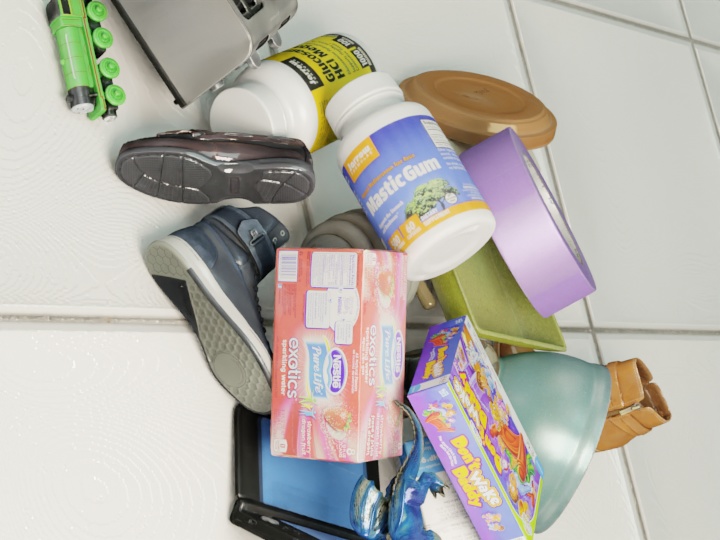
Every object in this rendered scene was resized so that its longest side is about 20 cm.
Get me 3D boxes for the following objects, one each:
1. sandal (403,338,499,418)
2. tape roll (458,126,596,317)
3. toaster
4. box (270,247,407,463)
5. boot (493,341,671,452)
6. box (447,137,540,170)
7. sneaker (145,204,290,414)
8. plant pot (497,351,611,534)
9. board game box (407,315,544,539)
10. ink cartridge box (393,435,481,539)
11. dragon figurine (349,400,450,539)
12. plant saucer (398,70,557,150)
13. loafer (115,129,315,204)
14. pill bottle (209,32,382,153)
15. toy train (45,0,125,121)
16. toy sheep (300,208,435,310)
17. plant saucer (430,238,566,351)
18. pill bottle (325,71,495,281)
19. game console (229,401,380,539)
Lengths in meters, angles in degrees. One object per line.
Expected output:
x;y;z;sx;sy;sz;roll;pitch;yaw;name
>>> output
0.048;0.112;1.617;0.198;0.055;0.082;-13;95;-13;sandal
0.181;-0.052;1.640;0.201;0.065;0.200;58;12;-21;tape roll
-0.168;-0.290;1.549;0.201;0.118;0.181;57;23;-12;toaster
-0.019;0.079;1.465;0.094;0.102;0.202;3;88;-60;box
0.264;0.130;1.812;0.200;0.154;0.074;47;43;-20;boot
0.121;-0.117;1.829;0.199;0.095;0.078;-23;88;-52;box
-0.106;0.030;1.516;0.146;0.077;0.203;-35;96;-47;sneaker
0.174;0.172;1.687;0.133;0.201;0.201;24;49;-5;plant pot
0.118;0.165;1.514;0.201;0.044;0.135;63;23;-20;board game box
0.093;0.276;1.574;0.067;0.116;0.202;-12;76;-8;ink cartridge box
0.030;0.219;1.397;0.099;0.058;0.202;11;79;-52;dragon figurine
0.142;-0.200;1.838;0.198;0.033;0.201;11;26;-5;plant saucer
-0.144;-0.108;1.517;0.198;0.072;0.063;5;47;-10;loafer
-0.069;-0.181;1.636;0.200;0.112;0.113;-33;96;-50;pill bottle
-0.278;-0.241;1.497;0.056;0.042;0.202;-4;74;-38;toy train
0.000;0.000;1.609;0.199;0.137;0.139;-1;71;-59;toy sheep
0.130;0.002;1.681;0.199;0.048;0.201;14;50;-53;plant saucer
0.044;-0.100;1.550;0.112;0.112;0.201;-7;59;-49;pill bottle
-0.021;0.222;1.492;0.199;0.175;0.117;23;84;-38;game console
